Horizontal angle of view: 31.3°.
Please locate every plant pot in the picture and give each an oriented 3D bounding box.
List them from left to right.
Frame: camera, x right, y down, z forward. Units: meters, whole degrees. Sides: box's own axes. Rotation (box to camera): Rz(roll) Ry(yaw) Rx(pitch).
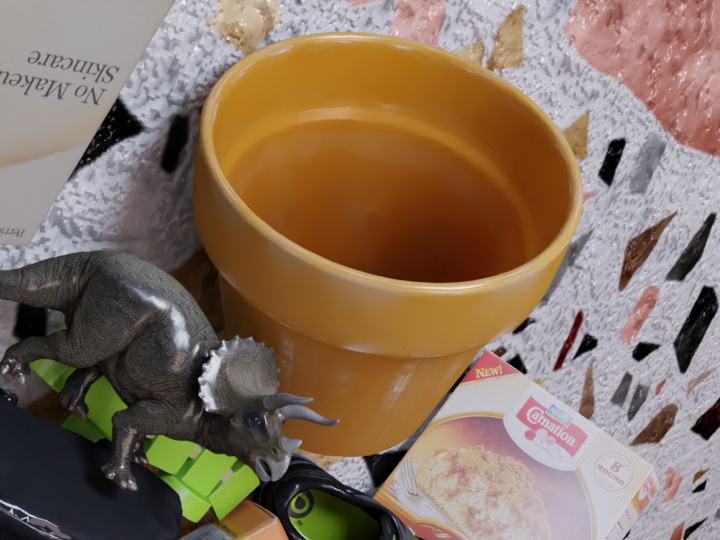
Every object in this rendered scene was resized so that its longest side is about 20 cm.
[{"bbox_3d":[0.000,0.000,0.717,0.200,0.200,0.183,-24,147,-34],"label":"plant pot"}]

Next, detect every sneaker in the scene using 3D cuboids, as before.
[{"bbox_3d":[0.012,0.196,0.854,0.199,0.083,0.071,37,86,-11],"label":"sneaker"}]

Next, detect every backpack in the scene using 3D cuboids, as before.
[{"bbox_3d":[-0.207,0.178,0.641,0.163,0.154,0.200,33,112,-19],"label":"backpack"}]

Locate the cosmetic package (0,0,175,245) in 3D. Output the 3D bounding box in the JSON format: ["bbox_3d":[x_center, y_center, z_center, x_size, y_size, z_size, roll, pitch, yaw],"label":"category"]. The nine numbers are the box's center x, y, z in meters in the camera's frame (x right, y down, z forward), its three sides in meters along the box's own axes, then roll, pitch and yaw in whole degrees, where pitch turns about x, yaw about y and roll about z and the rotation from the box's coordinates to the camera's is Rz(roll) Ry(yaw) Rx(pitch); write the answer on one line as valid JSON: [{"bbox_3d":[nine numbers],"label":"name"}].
[{"bbox_3d":[-0.145,-0.108,0.520,0.103,0.073,0.200,2,131,-49],"label":"cosmetic package"}]

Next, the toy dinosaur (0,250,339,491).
[{"bbox_3d":[-0.111,0.039,0.642,0.102,0.200,0.077,-48,173,6],"label":"toy dinosaur"}]

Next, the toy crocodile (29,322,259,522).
[{"bbox_3d":[-0.119,0.089,0.745,0.068,0.062,0.200,-51,136,-7],"label":"toy crocodile"}]

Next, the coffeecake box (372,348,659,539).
[{"bbox_3d":[0.098,0.186,0.946,0.200,0.153,0.073,-52,155,-7],"label":"coffeecake box"}]

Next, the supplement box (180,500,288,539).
[{"bbox_3d":[-0.131,0.219,0.773,0.200,0.069,0.067,-28,102,-18],"label":"supplement box"}]
